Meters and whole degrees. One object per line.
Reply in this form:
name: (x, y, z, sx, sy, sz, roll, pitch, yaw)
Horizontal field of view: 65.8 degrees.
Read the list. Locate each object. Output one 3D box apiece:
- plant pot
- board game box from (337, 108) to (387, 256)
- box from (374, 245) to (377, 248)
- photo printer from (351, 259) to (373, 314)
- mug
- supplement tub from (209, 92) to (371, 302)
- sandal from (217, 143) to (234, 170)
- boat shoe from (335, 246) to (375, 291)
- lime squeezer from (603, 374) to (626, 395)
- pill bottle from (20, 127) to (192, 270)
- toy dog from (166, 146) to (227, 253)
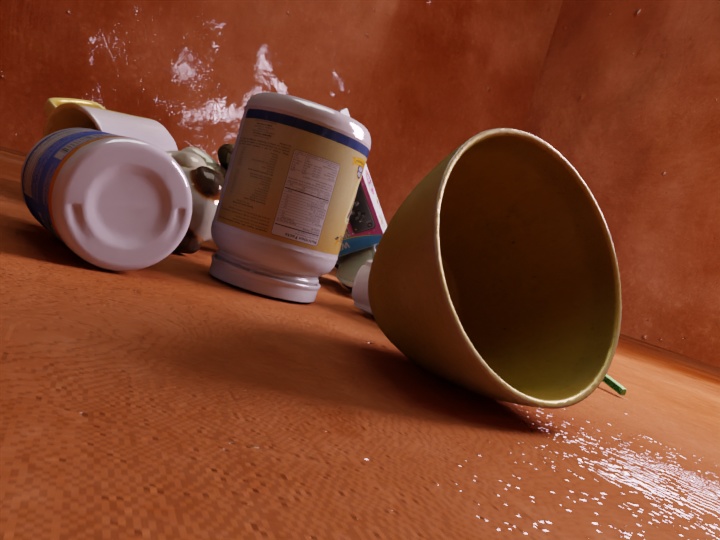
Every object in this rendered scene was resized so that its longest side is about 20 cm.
plant pot: (0.087, 0.009, 0.447, 0.200, 0.200, 0.142, 15, -20, -32)
board game box: (-0.058, -0.121, 0.836, 0.147, 0.200, 0.064, -18, 18, 10)
box: (0.082, -0.012, 1.117, 0.200, 0.107, 0.148, 15, 4, -21)
photo printer: (0.113, 0.048, 0.662, 0.200, 0.070, 0.166, 19, 4, 33)
mug: (-0.363, -0.186, 0.829, 0.149, 0.187, 0.153, -14, 4, 32)
supplement tub: (-0.081, -0.077, 0.615, 0.144, 0.200, 0.144, 17, 4, -1)
sandal: (-0.169, -0.146, 0.874, 0.080, 0.054, 0.200, 44, -9, 16)
boat shoe: (0.000, 0.000, 0.866, 0.061, 0.072, 0.201, 56, 0, -20)
lime squeezer: (0.244, 0.102, 0.708, 0.200, 0.038, 0.071, 21, 5, 36)
pill bottle: (-0.249, -0.075, 0.523, 0.112, 0.112, 0.200, 14, 4, -42)
toy dog: (-0.226, -0.082, 0.759, 0.194, 0.140, 0.200, 35, 3, -7)
